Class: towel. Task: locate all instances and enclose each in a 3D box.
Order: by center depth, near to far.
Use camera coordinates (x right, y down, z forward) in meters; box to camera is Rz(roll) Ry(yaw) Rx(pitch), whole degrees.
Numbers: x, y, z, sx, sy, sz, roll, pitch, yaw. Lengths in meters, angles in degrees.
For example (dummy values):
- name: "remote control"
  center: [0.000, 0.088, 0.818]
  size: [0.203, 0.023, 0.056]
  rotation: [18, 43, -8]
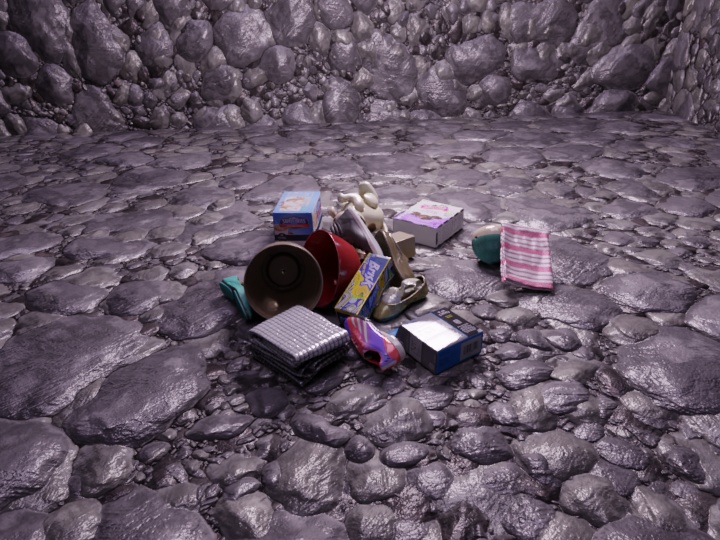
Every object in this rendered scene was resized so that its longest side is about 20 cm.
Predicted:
- name: "towel"
  center: [-0.137, 0.166, 1.352]
  size: [0.198, 0.087, 0.164]
  rotation: [21, 33, 41]
- name: "towel"
  center: [0.461, -0.042, 1.656]
  size: [0.143, 0.030, 0.203]
  rotation: [9, 60, -3]

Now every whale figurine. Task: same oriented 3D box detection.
- name: "whale figurine"
  center: [0.425, -0.067, 1.776]
  size: [0.197, 0.106, 0.159]
  rotation: [10, -17, -23]

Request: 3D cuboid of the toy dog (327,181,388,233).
- name: "toy dog"
  center: [-0.016, -0.146, 1.809]
  size: [0.139, 0.195, 0.200]
  rotation: [-34, 6, 32]

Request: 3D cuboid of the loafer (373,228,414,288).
- name: "loafer"
  center: [0.093, -0.026, 1.679]
  size: [0.067, 0.076, 0.203]
  rotation: [2, 57, -39]

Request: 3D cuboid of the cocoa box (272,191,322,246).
- name: "cocoa box"
  center: [-0.201, -0.165, 1.947]
  size: [0.131, 0.134, 0.201]
  rotation: [1, 27, 4]

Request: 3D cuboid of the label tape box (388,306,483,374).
- name: "label tape box"
  center: [0.165, 0.145, 1.394]
  size: [0.142, 0.064, 0.199]
  rotation: [-18, 31, -30]

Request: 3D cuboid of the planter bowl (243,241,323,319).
- name: "planter bowl"
  center: [-0.197, 0.014, 1.540]
  size: [0.196, 0.204, 0.135]
  rotation: [-4, 17, -6]

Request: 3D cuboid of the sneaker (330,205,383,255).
- name: "sneaker"
  center: [-0.013, -0.074, 1.665]
  size: [0.099, 0.071, 0.201]
  rotation: [-37, 67, 8]

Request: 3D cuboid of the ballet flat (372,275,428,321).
- name: "ballet flat"
  center: [0.103, 0.064, 1.554]
  size: [0.198, 0.072, 0.070]
  rotation: [-25, 35, -38]

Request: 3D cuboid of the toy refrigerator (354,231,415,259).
- name: "toy refrigerator"
  center: [0.068, -0.052, 1.786]
  size: [0.198, 0.071, 0.075]
  rotation: [-20, 25, -33]

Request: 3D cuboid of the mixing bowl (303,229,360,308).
- name: "mixing bowl"
  center: [-0.068, -0.004, 1.586]
  size: [0.107, 0.204, 0.199]
  rotation: [1, 21, -36]

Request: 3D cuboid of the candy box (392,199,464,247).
- name: "candy box"
  center: [0.226, -0.159, 1.979]
  size: [0.166, 0.073, 0.199]
  rotation: [16, 32, 31]

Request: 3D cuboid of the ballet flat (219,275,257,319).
- name: "ballet flat"
  center: [-0.309, 0.062, 1.575]
  size: [0.070, 0.068, 0.199]
  rotation: [-24, 32, -23]

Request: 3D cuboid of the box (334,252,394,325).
- name: "box"
  center: [0.013, 0.050, 1.517]
  size: [0.069, 0.065, 0.201]
  rotation: [13, 51, 25]

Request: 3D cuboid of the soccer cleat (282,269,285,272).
- name: "soccer cleat"
  center: [-0.203, 0.005, 1.693]
  size: [0.196, 0.070, 0.073]
  rotation: [0, 18, 6]

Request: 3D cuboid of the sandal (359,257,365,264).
- name: "sandal"
  center: [0.004, 0.005, 1.654]
  size: [0.059, 0.079, 0.207]
  rotation: [-44, 44, -1]

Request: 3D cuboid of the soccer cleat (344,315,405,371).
- name: "soccer cleat"
  center: [0.015, 0.162, 1.357]
  size: [0.073, 0.069, 0.199]
  rotation: [-33, 38, -26]
